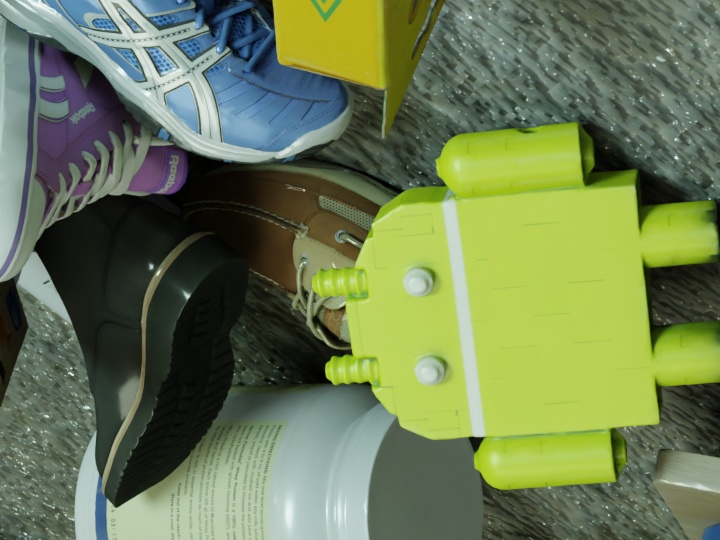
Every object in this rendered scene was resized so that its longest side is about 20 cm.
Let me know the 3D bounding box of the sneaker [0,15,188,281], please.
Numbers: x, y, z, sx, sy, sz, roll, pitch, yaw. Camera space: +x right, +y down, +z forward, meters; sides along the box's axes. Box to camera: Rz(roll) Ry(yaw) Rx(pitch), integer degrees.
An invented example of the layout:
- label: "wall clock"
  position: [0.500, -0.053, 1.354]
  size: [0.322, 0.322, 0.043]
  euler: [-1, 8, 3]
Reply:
- label: "sneaker"
  position: [-0.132, -0.053, 1.169]
  size: [0.114, 0.201, 0.073]
  euler: [25, 125, -19]

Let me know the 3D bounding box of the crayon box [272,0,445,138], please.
- label: "crayon box"
  position: [0.007, -0.165, 0.988]
  size: [0.051, 0.127, 0.200]
  euler: [15, 144, 13]

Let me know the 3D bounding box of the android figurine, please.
- label: "android figurine"
  position: [0.078, 0.018, 1.191]
  size: [0.200, 0.041, 0.182]
  euler: [-4, 107, 9]

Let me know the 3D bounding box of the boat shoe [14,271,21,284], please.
- label: "boat shoe"
  position: [-0.247, -0.061, 1.272]
  size: [0.086, 0.075, 0.202]
  euler: [1, 137, 28]

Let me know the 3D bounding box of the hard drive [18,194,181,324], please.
- label: "hard drive"
  position: [-0.175, -0.036, 1.351]
  size: [0.200, 0.026, 0.132]
  euler: [40, 142, -21]

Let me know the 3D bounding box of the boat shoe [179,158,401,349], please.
- label: "boat shoe"
  position: [0.000, 0.000, 1.255]
  size: [0.200, 0.074, 0.076]
  euler: [14, 144, 13]

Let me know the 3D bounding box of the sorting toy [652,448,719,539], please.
- label: "sorting toy"
  position: [0.260, 0.168, 1.274]
  size: [0.200, 0.070, 0.199]
  euler: [9, 163, 20]

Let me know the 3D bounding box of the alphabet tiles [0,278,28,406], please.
- label: "alphabet tiles"
  position: [-0.194, -0.021, 1.178]
  size: [0.008, 0.200, 0.167]
  euler: [-13, 111, 5]

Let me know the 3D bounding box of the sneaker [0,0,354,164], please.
- label: "sneaker"
  position: [-0.091, -0.119, 1.149]
  size: [0.200, 0.076, 0.077]
  euler: [29, 145, -6]

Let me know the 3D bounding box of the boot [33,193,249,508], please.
- label: "boot"
  position: [-0.136, 0.020, 1.301]
  size: [0.138, 0.077, 0.200]
  euler: [39, 135, 19]

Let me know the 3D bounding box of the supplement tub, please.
- label: "supplement tub"
  position: [-0.046, 0.137, 1.400]
  size: [0.200, 0.145, 0.145]
  euler: [-3, 137, 34]
